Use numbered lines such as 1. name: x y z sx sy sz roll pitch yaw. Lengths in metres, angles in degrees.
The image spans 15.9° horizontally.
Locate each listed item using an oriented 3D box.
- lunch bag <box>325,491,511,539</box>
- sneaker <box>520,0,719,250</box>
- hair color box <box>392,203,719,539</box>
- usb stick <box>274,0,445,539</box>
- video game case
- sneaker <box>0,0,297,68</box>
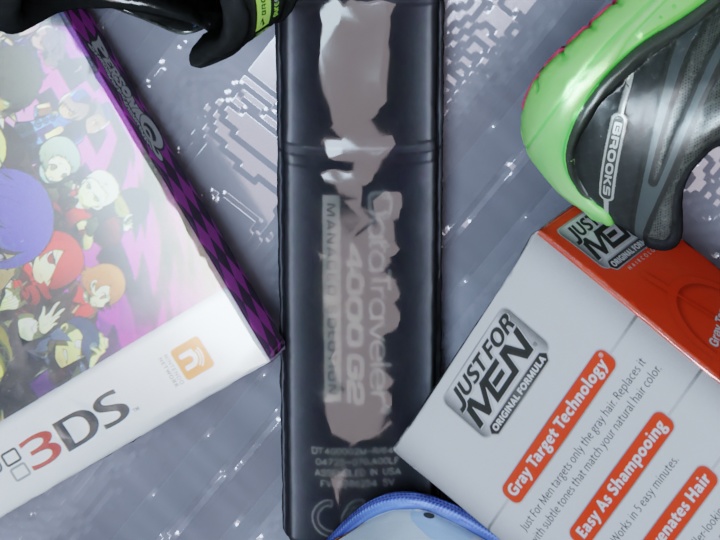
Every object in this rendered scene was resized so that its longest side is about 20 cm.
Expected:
1. lunch bag: 0.049 0.173 0.852 0.199 0.076 0.160 34 121 -6
2. sneaker: 0.142 -0.082 0.789 0.200 0.077 0.084 -40 89 10
3. hair color box: 0.119 0.076 0.804 0.200 0.061 0.102 40 123 11
4. usb stick: 0.000 0.000 0.850 0.055 0.033 0.201 0 104 0
5. video game case: -0.151 -0.014 0.845 0.181 0.036 0.201 -29 94 11
6. sneaker: -0.025 -0.100 0.784 0.198 0.071 0.083 -4 60 -7
